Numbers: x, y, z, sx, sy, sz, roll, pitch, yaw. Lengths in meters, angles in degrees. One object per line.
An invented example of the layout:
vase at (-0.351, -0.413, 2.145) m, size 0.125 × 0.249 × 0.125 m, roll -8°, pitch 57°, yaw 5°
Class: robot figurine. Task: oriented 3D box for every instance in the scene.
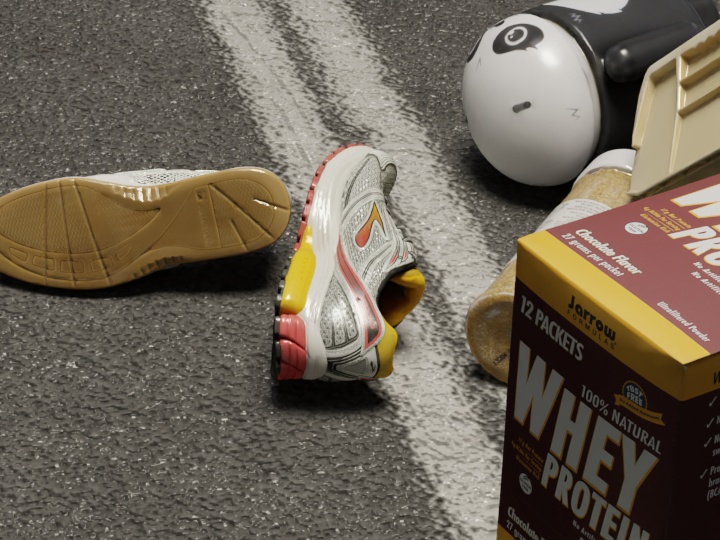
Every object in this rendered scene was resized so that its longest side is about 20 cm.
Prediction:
robot figurine at (0.163, -0.133, 1.603) m, size 0.200 × 0.151 × 0.125 m, roll -19°, pitch 51°, yaw -30°

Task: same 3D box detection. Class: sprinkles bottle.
sprinkles bottle at (0.134, -0.005, 1.454) m, size 0.068 × 0.068 × 0.200 m, roll 16°, pitch 35°, yaw 22°

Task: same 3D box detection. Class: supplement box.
supplement box at (0.191, 0.071, 1.213) m, size 0.197 × 0.200 × 0.133 m, roll -18°, pitch 37°, yaw -28°

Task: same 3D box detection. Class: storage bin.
storage bin at (0.293, -0.077, 1.410) m, size 0.199 × 0.199 × 0.094 m, roll 17°, pitch 72°, yaw -17°

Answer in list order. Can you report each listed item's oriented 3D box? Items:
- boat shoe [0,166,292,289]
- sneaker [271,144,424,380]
boat shoe at (-0.141, -0.029, 1.489) m, size 0.199 × 0.071 × 0.069 m, roll -4°, pitch 6°, yaw 4°
sneaker at (0.000, 0.000, 1.430) m, size 0.082 × 0.078 × 0.200 m, roll 9°, pitch 43°, yaw 4°
